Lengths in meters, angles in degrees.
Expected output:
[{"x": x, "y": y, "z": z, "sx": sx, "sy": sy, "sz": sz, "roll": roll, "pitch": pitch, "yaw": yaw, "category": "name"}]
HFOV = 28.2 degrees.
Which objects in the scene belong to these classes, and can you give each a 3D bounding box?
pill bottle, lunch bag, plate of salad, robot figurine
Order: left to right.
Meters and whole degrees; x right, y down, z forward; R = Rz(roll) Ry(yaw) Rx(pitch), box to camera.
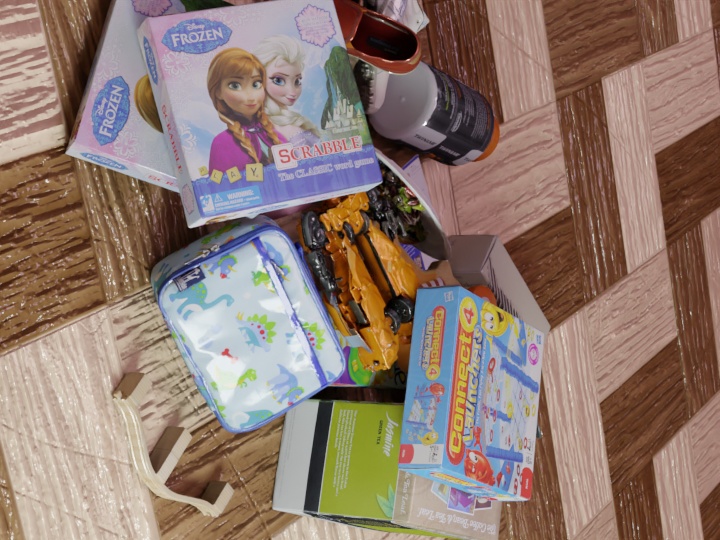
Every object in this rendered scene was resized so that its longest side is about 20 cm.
[{"x": -0.114, "y": 0.052, "z": 1.486, "sx": 0.160, "sy": 0.082, "sz": 0.200, "roll": -26, "pitch": 112, "yaw": -9, "category": "lunch bag"}, {"x": 0.000, "y": 0.000, "z": 1.541, "sx": 0.145, "sy": 0.058, "sz": 0.200, "roll": -38, "pitch": 106, "yaw": -45, "category": "robot figurine"}, {"x": 0.028, "y": -0.080, "z": 1.676, "sx": 0.048, "sy": 0.200, "sz": 0.200, "roll": -42, "pitch": 128, "yaw": -12, "category": "plate of salad"}, {"x": 0.103, "y": -0.195, "z": 1.833, "sx": 0.200, "sy": 0.106, "sz": 0.107, "roll": 17, "pitch": 76, "yaw": -55, "category": "pill bottle"}]

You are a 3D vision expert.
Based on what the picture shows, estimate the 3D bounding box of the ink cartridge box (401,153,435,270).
[{"x": 0.062, "y": -0.039, "z": 1.837, "sx": 0.099, "sy": 0.039, "sz": 0.201, "roll": -42, "pitch": 124, "yaw": -46, "category": "ink cartridge box"}]

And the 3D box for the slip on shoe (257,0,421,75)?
[{"x": -0.019, "y": -0.279, "z": 1.629, "sx": 0.199, "sy": 0.061, "sz": 0.074, "roll": 21, "pitch": 82, "yaw": -10, "category": "slip on shoe"}]

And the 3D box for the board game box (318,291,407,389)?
[{"x": -0.018, "y": 0.083, "z": 1.666, "sx": 0.200, "sy": 0.105, "sz": 0.103, "roll": 9, "pitch": 82, "yaw": -54, "category": "board game box"}]

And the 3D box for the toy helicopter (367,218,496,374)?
[{"x": 0.059, "y": 0.027, "z": 1.647, "sx": 0.200, "sy": 0.079, "sz": 0.132, "roll": 51, "pitch": 54, "yaw": -22, "category": "toy helicopter"}]

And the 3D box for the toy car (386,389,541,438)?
[{"x": 0.140, "y": 0.141, "z": 1.780, "sx": 0.158, "sy": 0.200, "sz": 0.164, "roll": -47, "pitch": 135, "yaw": -11, "category": "toy car"}]

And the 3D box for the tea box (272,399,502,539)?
[{"x": 0.039, "y": 0.234, "z": 1.667, "sx": 0.200, "sy": 0.196, "sz": 0.134, "roll": 25, "pitch": 70, "yaw": -52, "category": "tea box"}]

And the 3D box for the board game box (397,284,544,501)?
[{"x": 0.126, "y": 0.139, "z": 1.580, "sx": 0.196, "sy": 0.056, "sz": 0.201, "roll": 27, "pitch": 65, "yaw": -51, "category": "board game box"}]

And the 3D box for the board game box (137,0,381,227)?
[{"x": -0.096, "y": -0.160, "z": 1.401, "sx": 0.199, "sy": 0.041, "sz": 0.200, "roll": -14, "pitch": 85, "yaw": -27, "category": "board game box"}]

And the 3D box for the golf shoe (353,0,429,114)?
[{"x": 0.040, "y": -0.286, "z": 1.731, "sx": 0.097, "sy": 0.078, "sz": 0.201, "roll": 1, "pitch": 104, "yaw": -22, "category": "golf shoe"}]

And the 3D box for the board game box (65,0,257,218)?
[{"x": -0.170, "y": -0.178, "z": 1.427, "sx": 0.199, "sy": 0.041, "sz": 0.201, "roll": 18, "pitch": 72, "yaw": -19, "category": "board game box"}]

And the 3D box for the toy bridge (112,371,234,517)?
[{"x": -0.200, "y": 0.191, "z": 1.476, "sx": 0.200, "sy": 0.027, "sz": 0.067, "roll": 59, "pitch": 47, "yaw": -35, "category": "toy bridge"}]

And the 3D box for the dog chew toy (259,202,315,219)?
[{"x": -0.109, "y": -0.157, "z": 1.535, "sx": 0.124, "sy": 0.124, "sz": 0.201, "roll": -31, "pitch": 106, "yaw": -50, "category": "dog chew toy"}]

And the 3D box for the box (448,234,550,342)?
[{"x": 0.184, "y": 0.040, "z": 1.972, "sx": 0.200, "sy": 0.082, "sz": 0.069, "roll": 54, "pitch": 50, "yaw": -38, "category": "box"}]

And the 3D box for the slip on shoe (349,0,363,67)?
[{"x": -0.034, "y": -0.244, "z": 1.682, "sx": 0.076, "sy": 0.060, "sz": 0.201, "roll": 26, "pitch": 69, "yaw": -52, "category": "slip on shoe"}]
